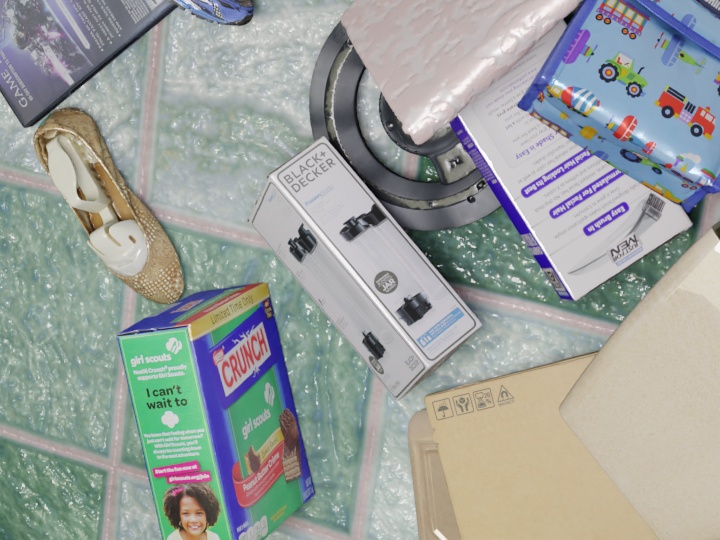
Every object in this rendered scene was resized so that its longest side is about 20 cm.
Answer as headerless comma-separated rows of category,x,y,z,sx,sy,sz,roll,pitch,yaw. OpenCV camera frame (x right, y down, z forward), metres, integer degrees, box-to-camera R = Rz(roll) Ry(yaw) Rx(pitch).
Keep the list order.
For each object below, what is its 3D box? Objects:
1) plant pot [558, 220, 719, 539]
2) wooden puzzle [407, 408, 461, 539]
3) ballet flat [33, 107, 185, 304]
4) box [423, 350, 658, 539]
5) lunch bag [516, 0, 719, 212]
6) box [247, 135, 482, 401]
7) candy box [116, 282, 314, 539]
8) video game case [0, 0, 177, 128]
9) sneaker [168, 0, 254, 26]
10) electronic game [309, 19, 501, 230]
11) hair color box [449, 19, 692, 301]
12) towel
plant pot,0.262,0.090,1.264,0.177,0.200,0.200,-41,84,20
wooden puzzle,0.135,0.213,1.459,0.185,0.037,0.200,-1,97,24
ballet flat,-0.228,-0.051,1.541,0.071,0.065,0.200,-36,87,27
box,0.161,0.156,1.405,0.200,0.021,0.164,-16,87,24
lunch bag,0.233,-0.170,1.267,0.151,0.094,0.200,31,81,0
box,0.000,0.000,1.419,0.200,0.060,0.117,49,159,7
candy box,-0.118,0.124,1.475,0.077,0.169,0.200,-10,98,22
video game case,-0.265,-0.238,1.539,0.200,0.019,0.143,-34,87,28
sneaker,-0.151,-0.286,1.447,0.078,0.075,0.200,-38,87,23
electronic game,0.054,-0.132,1.405,0.200,0.042,0.200,3,98,18
hair color box,0.150,-0.088,1.331,0.109,0.065,0.200,-32,90,-4
towel,0.085,-0.205,1.292,0.200,0.191,0.032,-43,126,11
